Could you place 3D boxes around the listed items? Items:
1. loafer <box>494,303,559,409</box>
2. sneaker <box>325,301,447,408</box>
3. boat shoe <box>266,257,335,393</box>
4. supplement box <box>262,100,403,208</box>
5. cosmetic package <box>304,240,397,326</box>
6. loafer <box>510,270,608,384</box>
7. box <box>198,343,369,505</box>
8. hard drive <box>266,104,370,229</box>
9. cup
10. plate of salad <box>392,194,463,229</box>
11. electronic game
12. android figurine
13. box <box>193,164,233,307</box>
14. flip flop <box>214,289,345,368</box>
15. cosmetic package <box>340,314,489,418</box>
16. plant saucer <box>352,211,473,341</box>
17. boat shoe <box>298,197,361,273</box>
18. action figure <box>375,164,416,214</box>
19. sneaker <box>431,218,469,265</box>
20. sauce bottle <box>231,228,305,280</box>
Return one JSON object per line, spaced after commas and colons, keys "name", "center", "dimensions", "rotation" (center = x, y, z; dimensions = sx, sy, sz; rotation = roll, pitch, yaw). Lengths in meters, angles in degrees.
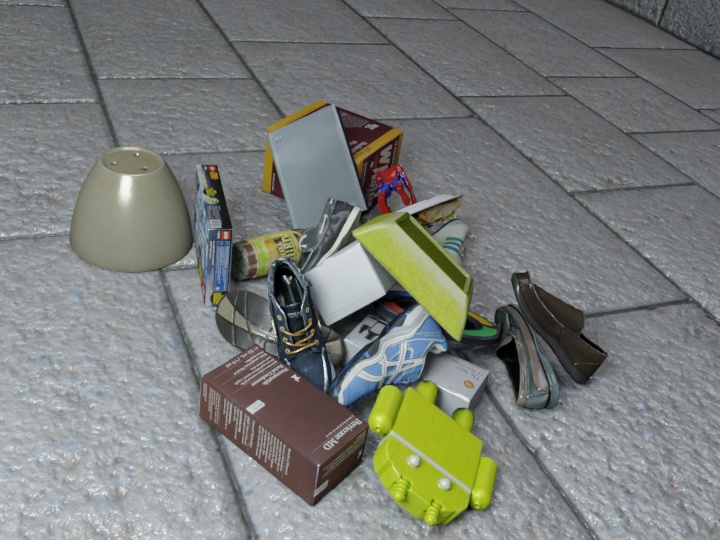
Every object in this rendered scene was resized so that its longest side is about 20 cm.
{"name": "loafer", "center": [0.230, 0.122, 1.153], "dimensions": [0.062, 0.073, 0.201], "rotation": [-4, 38, -12]}
{"name": "sneaker", "center": [0.036, 0.124, 1.012], "dimensions": [0.199, 0.076, 0.077], "rotation": [-39, 91, -20]}
{"name": "boat shoe", "center": [-0.084, 0.085, 1.024], "dimensions": [0.070, 0.091, 0.203], "rotation": [-17, 71, -9]}
{"name": "supplement box", "center": [-0.052, -0.213, 1.507], "dimensions": [0.198, 0.134, 0.197], "rotation": [23, 35, 19]}
{"name": "cosmetic package", "center": [0.000, 0.000, 1.161], "dimensions": [0.086, 0.107, 0.200], "rotation": [60, 20, -4]}
{"name": "loafer", "center": [0.294, 0.072, 1.150], "dimensions": [0.201, 0.071, 0.073], "rotation": [50, 16, -14]}
{"name": "box", "center": [-0.098, 0.184, 0.958], "dimensions": [0.199, 0.076, 0.100], "rotation": [31, 38, 25]}
{"name": "hard drive", "center": [-0.075, -0.171, 1.369], "dimensions": [0.138, 0.203, 0.033], "rotation": [-21, -12, 15]}
{"name": "cup", "center": [-0.369, -0.113, 1.256], "dimensions": [0.197, 0.145, 0.201], "rotation": [8, 34, -5]}
{"name": "plate of salad", "center": [0.091, -0.085, 1.360], "dimensions": [0.197, 0.049, 0.200], "rotation": [-22, 0, 0]}
{"name": "electronic game", "center": [0.113, 0.070, 1.165], "dimensions": [0.197, 0.042, 0.200], "rotation": [16, 11, -3]}
{"name": "android figurine", "center": [0.085, 0.221, 0.945], "dimensions": [0.181, 0.041, 0.200], "rotation": [38, 33, -2]}
{"name": "box", "center": [-0.233, -0.058, 1.219], "dimensions": [0.039, 0.139, 0.201], "rotation": [-1, 35, -17]}
{"name": "flip flop", "center": [-0.115, 0.091, 1.102], "dimensions": [0.197, 0.058, 0.082], "rotation": [19, 74, 7]}
{"name": "cosmetic package", "center": [0.075, 0.137, 1.099], "dimensions": [0.198, 0.051, 0.082], "rotation": [24, 36, 19]}
{"name": "plant saucer", "center": [0.090, -0.010, 1.086], "dimensions": [0.200, 0.048, 0.200], "rotation": [46, 14, 1]}
{"name": "boat shoe", "center": [-0.070, -0.034, 1.253], "dimensions": [0.067, 0.072, 0.201], "rotation": [28, 60, 5]}
{"name": "action figure", "center": [0.066, -0.129, 1.412], "dimensions": [0.064, 0.100, 0.201], "rotation": [-21, 22, 9]}
{"name": "sneaker", "center": [0.147, -0.021, 1.358], "dimensions": [0.094, 0.071, 0.199], "rotation": [48, 38, 12]}
{"name": "sauce bottle", "center": [-0.121, -0.035, 1.283], "dimensions": [0.198, 0.066, 0.065], "rotation": [-18, 42, -38]}
